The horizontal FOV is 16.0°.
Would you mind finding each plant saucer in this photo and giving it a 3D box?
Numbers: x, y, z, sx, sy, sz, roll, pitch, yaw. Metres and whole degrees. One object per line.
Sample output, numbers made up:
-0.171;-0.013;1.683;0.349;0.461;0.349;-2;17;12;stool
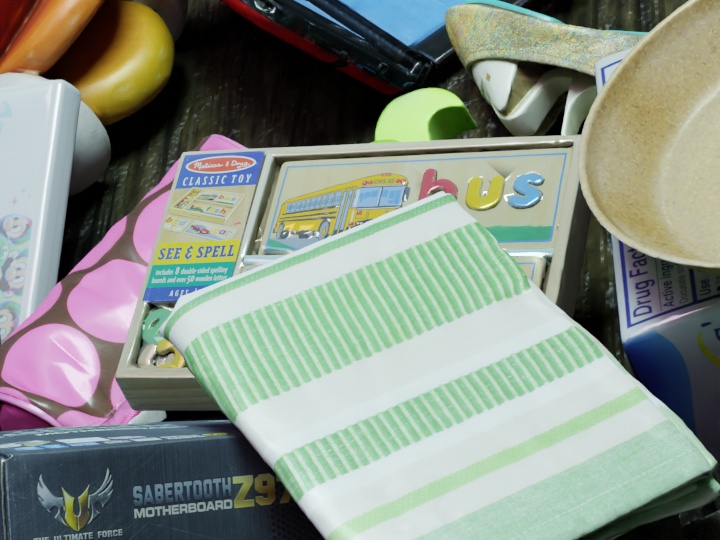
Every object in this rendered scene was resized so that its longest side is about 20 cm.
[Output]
0.185;-0.060;1.016;0.199;0.036;0.201;-20;37;16;plant saucer

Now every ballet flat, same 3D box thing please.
0.105;-0.090;1.258;0.199;0.071;0.071;15;57;43;ballet flat

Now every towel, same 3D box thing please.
0.027;0.050;1.009;0.152;0.023;0.200;-21;45;-24;towel

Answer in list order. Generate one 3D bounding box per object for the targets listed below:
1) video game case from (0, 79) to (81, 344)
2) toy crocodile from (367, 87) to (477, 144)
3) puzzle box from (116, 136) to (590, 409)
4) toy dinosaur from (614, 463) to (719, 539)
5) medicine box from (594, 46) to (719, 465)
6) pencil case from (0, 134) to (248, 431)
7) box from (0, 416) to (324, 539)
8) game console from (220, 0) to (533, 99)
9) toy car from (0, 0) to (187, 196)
-0.237;0.004;1.353;0.181;0.024;0.201;-6;68;30;video game case
0.029;-0.006;1.208;0.061;0.068;0.201;-18;40;15;toy crocodile
0.000;0.000;1.134;0.199;0.025;0.134;-2;50;19;puzzle box
0.153;0.112;1.005;0.199;0.077;0.102;-32;64;-16;toy dinosaur
0.210;-0.029;1.083;0.199;0.103;0.183;-18;39;17;medicine box
-0.097;0.022;1.248;0.093;0.091;0.200;2;46;49;pencil case
-0.088;0.090;1.068;0.199;0.051;0.157;-2;-2;-30;box
-0.015;-0.184;1.401;0.119;0.172;0.200;-60;39;6;game console
-0.208;-0.138;1.446;0.199;0.150;0.176;-3;46;31;toy car
